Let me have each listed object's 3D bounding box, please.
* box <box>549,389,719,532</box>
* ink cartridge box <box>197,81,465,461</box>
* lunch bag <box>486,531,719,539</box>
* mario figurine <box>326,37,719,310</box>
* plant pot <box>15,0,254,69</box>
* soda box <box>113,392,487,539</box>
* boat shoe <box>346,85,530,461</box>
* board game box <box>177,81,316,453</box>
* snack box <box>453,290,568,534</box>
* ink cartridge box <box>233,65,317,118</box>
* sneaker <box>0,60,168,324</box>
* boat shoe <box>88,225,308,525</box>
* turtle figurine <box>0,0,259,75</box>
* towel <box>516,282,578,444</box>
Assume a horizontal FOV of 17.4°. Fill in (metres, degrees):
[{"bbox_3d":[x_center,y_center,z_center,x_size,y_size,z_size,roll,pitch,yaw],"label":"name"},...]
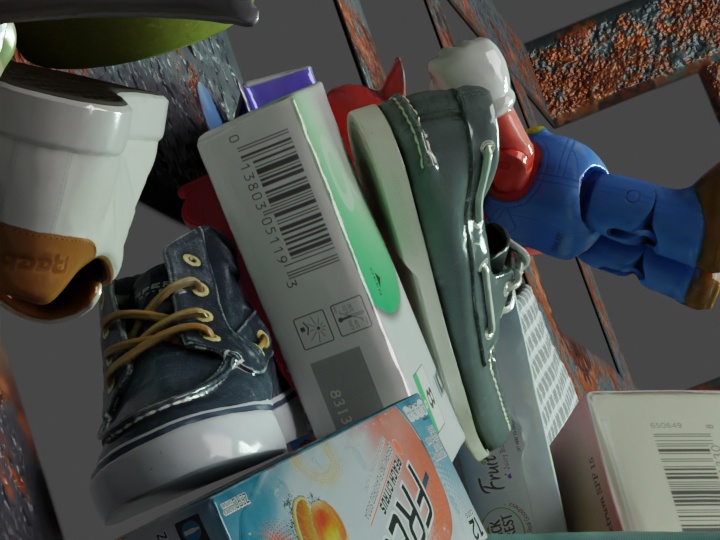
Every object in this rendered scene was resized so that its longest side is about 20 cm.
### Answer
[{"bbox_3d":[0.149,0.171,1.296,0.200,0.109,0.128,117,-32,-48],"label":"box"},{"bbox_3d":[0.000,0.000,0.996,0.200,0.050,0.161,-41,109,-76],"label":"ink cartridge box"},{"bbox_3d":[0.142,0.184,0.937,0.170,0.200,0.122,-82,168,-62],"label":"lunch bag"},{"bbox_3d":[0.080,-0.055,1.091,0.106,0.200,0.124,-68,173,-59],"label":"mario figurine"},{"bbox_3d":[-0.107,-0.183,0.874,0.187,0.187,0.200,-85,164,-67],"label":"plant pot"},{"bbox_3d":[-0.025,0.098,0.808,0.064,0.068,0.200,64,22,2],"label":"soda box"},{"bbox_3d":[0.047,0.003,1.019,0.073,0.062,0.200,-121,-170,-49],"label":"boat shoe"},{"bbox_3d":[-0.049,0.015,1.042,0.158,0.039,0.200,60,6,-74],"label":"board game box"},{"bbox_3d":[0.053,0.044,1.229,0.142,0.053,0.200,-111,-176,-51],"label":"snack box"},{"bbox_3d":[-0.010,0.000,1.166,0.200,0.043,0.198,159,-90,-87],"label":"ink cartridge box"},{"bbox_3d":[-0.113,-0.030,0.830,0.200,0.073,0.085,-88,-170,-83],"label":"sneaker"},{"bbox_3d":[-0.071,0.035,0.866,0.200,0.071,0.091,-3,70,-86],"label":"boat shoe"},{"bbox_3d":[-0.136,-0.069,0.461,0.194,0.144,0.200,53,-37,17],"label":"turtle figurine"},{"bbox_3d":[0.104,0.103,1.529,0.200,0.086,0.166,-54,121,-77],"label":"towel"}]
